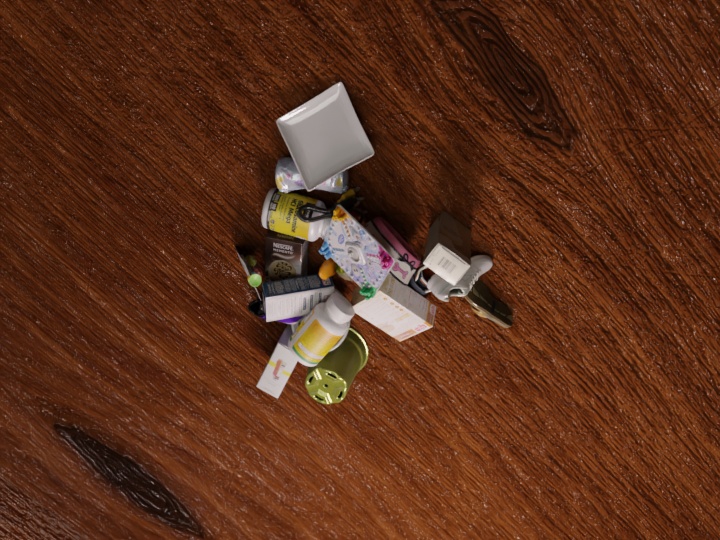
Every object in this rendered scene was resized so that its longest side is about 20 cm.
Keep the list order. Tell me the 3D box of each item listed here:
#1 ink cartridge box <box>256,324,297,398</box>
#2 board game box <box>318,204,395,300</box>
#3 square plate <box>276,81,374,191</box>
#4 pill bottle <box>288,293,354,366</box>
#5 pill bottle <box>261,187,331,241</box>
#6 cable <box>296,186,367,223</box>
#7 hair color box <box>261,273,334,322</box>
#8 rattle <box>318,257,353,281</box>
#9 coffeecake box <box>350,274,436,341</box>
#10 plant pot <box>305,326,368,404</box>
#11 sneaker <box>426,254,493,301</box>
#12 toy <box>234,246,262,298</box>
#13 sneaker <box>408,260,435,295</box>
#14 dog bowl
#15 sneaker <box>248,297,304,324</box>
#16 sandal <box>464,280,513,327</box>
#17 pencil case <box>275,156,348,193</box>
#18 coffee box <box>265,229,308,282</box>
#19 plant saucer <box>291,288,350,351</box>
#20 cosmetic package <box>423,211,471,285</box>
[{"bbox_3d":[-0.237,0.271,1.788,0.082,0.146,0.202,28,121,-3],"label":"ink cartridge box"},{"bbox_3d":[-0.017,-0.039,1.455,0.200,0.026,0.201,45,147,11],"label":"board game box"},{"bbox_3d":[-0.088,-0.334,1.437,0.196,0.028,0.202,-26,87,11],"label":"square plate"},{"bbox_3d":[-0.107,0.163,1.601,0.112,0.113,0.201,37,112,-9],"label":"pill bottle"},{"bbox_3d":[-0.162,-0.147,1.557,0.195,0.113,0.115,15,121,4],"label":"pill bottle"},{"bbox_3d":[-0.070,-0.150,1.507,0.196,0.050,0.099,-21,89,-16],"label":"cable"},{"bbox_3d":[-0.176,0.075,1.612,0.195,0.061,0.102,-8,136,-16],"label":"hair color box"},{"bbox_3d":[0.000,0.000,1.592,0.197,0.143,0.132,31,103,2],"label":"rattle"},{"bbox_3d":[0.091,0.104,1.612,0.198,0.074,0.153,34,142,-21],"label":"coffeecake box"},{"bbox_3d":[-0.085,0.297,1.744,0.194,0.185,0.205,5,120,9],"label":"plant pot"},{"bbox_3d":[0.279,0.026,1.534,0.196,0.081,0.071,-25,138,-13],"label":"sneaker"},{"bbox_3d":[-0.311,-0.002,1.647,0.046,0.200,0.117,-24,113,-9],"label":"toy"},{"bbox_3d":[0.161,0.030,1.603,0.078,0.080,0.200,38,121,-12],"label":"sneaker"},{"bbox_3d":[0.080,-0.059,1.513,0.074,0.201,0.200,-43,103,10],"label":"dog bowl"},{"bbox_3d":[-0.255,0.117,1.700,0.196,0.072,0.099,-3,165,33],"label":"sneaker"},{"bbox_3d":[0.347,0.097,1.608,0.199,0.081,0.054,38,141,-14],"label":"sandal"},{"bbox_3d":[-0.127,-0.251,1.503,0.194,0.093,0.083,2,160,10],"label":"pencil case"},{"bbox_3d":[-0.213,-0.022,1.650,0.110,0.080,0.204,11,125,7],"label":"coffee box"},{"bbox_3d":[-0.113,0.146,1.712,0.195,0.050,0.206,-3,81,22],"label":"plant saucer"},{"bbox_3d":[0.226,-0.061,1.465,0.104,0.201,0.072,33,120,-9],"label":"cosmetic package"}]
